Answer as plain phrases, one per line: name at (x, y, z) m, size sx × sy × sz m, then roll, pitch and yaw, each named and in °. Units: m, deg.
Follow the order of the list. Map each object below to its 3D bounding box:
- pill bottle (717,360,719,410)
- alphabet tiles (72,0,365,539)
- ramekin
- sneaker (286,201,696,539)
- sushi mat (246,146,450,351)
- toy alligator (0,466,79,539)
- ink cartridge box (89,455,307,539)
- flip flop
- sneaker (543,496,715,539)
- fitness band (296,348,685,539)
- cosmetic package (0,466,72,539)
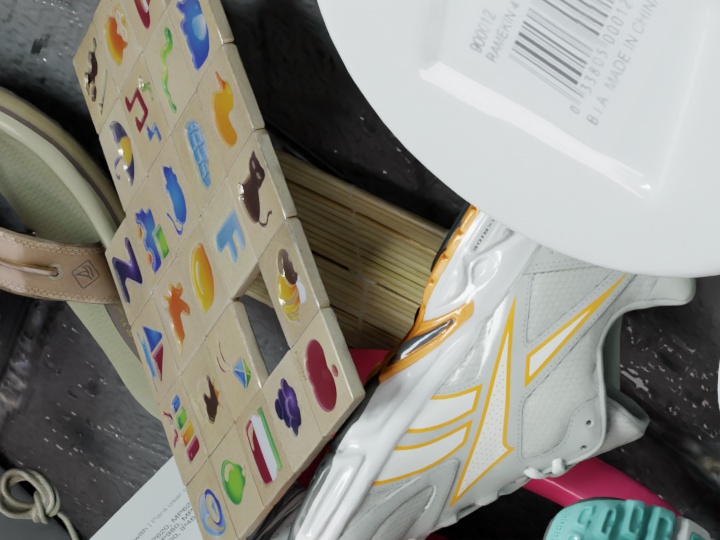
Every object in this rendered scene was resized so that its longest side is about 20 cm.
pill bottle at (0.211, 0.043, 0.827) m, size 0.199 × 0.113 × 0.113 m, roll 18°, pitch 140°, yaw 28°
alphabet tiles at (-0.060, -0.013, 1.011) m, size 0.201 × 0.008 × 0.167 m, roll 70°, pitch 154°, yaw 18°
ramekin at (0.080, -0.093, 0.815) m, size 0.200 × 0.098 × 0.201 m, roll 25°, pitch 142°, yaw 21°
sneaker at (0.044, 0.054, 0.958) m, size 0.092 × 0.076 × 0.201 m, roll 30°, pitch 103°, yaw -1°
sushi mat at (0.000, 0.000, 1.063) m, size 0.199 × 0.012 × 0.096 m, roll 26°, pitch 143°, yaw 20°
toy alligator at (-0.096, 0.157, 1.293) m, size 0.200 × 0.059 × 0.054 m, roll 49°, pitch -176°, yaw -13°
ink cartridge box at (-0.004, 0.161, 1.079) m, size 0.200 × 0.084 × 0.144 m, roll 27°, pitch 159°, yaw 53°
flip flop at (-0.127, -0.005, 1.128) m, size 0.081 × 0.058 × 0.200 m, roll 11°, pitch 141°, yaw 54°
sneaker at (0.100, 0.149, 1.010) m, size 0.091 × 0.078 × 0.200 m, roll 7°, pitch 144°, yaw 40°
fitness band at (0.047, 0.092, 1.087) m, size 0.199 × 0.038 × 0.144 m, roll 11°, pitch 146°, yaw 37°
cosmetic package at (-0.205, 0.216, 1.354) m, size 0.200 × 0.167 × 0.166 m, roll 46°, pitch 146°, yaw -9°
